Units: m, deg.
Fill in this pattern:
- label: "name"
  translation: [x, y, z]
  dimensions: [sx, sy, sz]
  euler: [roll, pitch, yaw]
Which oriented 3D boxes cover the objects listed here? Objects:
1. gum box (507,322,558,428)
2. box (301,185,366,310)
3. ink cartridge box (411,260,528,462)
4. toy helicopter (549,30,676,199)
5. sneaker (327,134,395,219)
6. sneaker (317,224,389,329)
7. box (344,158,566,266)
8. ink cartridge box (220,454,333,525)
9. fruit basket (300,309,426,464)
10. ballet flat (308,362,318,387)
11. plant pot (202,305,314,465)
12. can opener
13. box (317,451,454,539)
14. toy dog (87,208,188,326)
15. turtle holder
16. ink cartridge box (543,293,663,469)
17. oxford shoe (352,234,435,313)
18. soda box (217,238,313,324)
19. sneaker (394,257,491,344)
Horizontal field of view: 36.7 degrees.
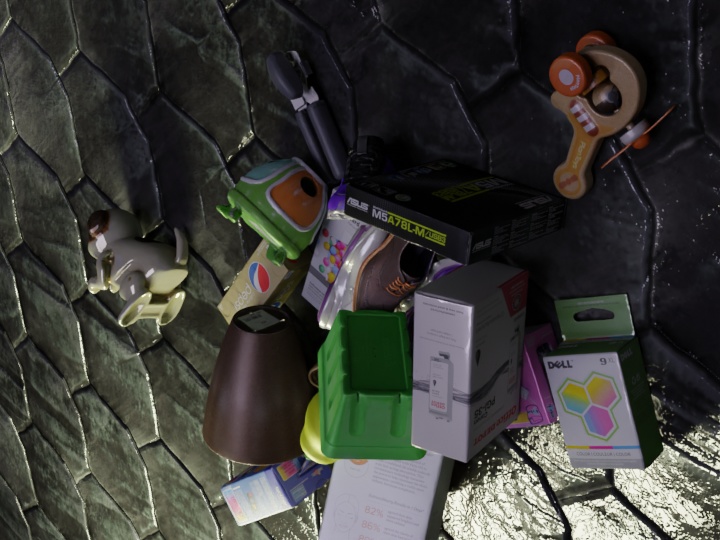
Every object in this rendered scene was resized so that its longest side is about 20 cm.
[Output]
- label: "gum box"
  translation: [0.181, 0.144, 1.420]
  dimensions: [0.199, 0.066, 0.115]
  euler: [-16, 94, 47]
- label: "box"
  translation: [0.000, 0.000, 1.565]
  dimensions: [0.156, 0.041, 0.201]
  euler: [40, 130, 26]
- label: "ink cartridge box"
  translation: [0.131, 0.105, 1.300]
  dimensions: [0.082, 0.146, 0.202]
  euler: [13, 114, 32]
- label: "toy helicopter"
  translation: [0.269, -0.158, 1.219]
  dimensions: [0.132, 0.079, 0.201]
  euler: [33, 138, 21]
- label: "sneaker"
  translation: [0.001, -0.124, 1.409]
  dimensions: [0.069, 0.200, 0.101]
  euler: [2, 104, 13]
- label: "sneaker"
  translation: [0.014, 0.011, 1.492]
  dimensions: [0.099, 0.075, 0.201]
  euler: [26, 124, 2]
- label: "box"
  translation: [0.114, -0.076, 1.300]
  dimensions: [0.192, 0.199, 0.048]
  euler: [22, 118, 39]
- label: "ink cartridge box"
  translation: [-0.115, 0.330, 1.748]
  dimensions: [0.199, 0.136, 0.077]
  euler: [-28, 92, 47]
- label: "fruit basket"
  translation: [0.001, 0.178, 1.412]
  dimensions: [0.216, 0.154, 0.218]
  euler: [-178, 90, -85]
- label: "ballet flat"
  translation: [0.002, 0.178, 1.620]
  dimensions: [0.199, 0.063, 0.069]
  euler: [13, 116, 42]
- label: "plant pot"
  translation: [-0.154, 0.164, 1.680]
  dimensions: [0.186, 0.186, 0.202]
  euler: [24, 123, 37]
- label: "can opener"
  translation: [-0.079, -0.215, 1.536]
  dimensions: [0.053, 0.067, 0.202]
  euler: [-24, 89, 48]
- label: "box"
  translation: [0.041, 0.309, 1.519]
  dimensions: [0.151, 0.106, 0.202]
  euler: [13, 92, 17]
- label: "toy dog"
  translation: [-0.405, -0.024, 1.900]
  dimensions: [0.200, 0.139, 0.195]
  euler: [44, 119, 24]
- label: "turtle holder"
  translation: [-0.114, -0.090, 1.571]
  dimensions: [0.141, 0.132, 0.186]
  euler: [42, 175, 8]
- label: "ink cartridge box"
  translation: [0.287, 0.136, 1.309]
  dimensions: [0.103, 0.059, 0.202]
  euler: [-8, 101, 42]
- label: "oxford shoe"
  translation: [0.045, 0.005, 1.405]
  dimensions: [0.073, 0.071, 0.201]
  euler: [-101, 33, -56]
- label: "soda box"
  translation: [-0.151, 0.021, 1.710]
  dimensions: [0.068, 0.064, 0.200]
  euler: [54, 135, 14]
- label: "sneaker"
  translation: [0.120, 0.042, 1.425]
  dimensions: [0.200, 0.080, 0.084]
  euler: [-54, 51, 50]
